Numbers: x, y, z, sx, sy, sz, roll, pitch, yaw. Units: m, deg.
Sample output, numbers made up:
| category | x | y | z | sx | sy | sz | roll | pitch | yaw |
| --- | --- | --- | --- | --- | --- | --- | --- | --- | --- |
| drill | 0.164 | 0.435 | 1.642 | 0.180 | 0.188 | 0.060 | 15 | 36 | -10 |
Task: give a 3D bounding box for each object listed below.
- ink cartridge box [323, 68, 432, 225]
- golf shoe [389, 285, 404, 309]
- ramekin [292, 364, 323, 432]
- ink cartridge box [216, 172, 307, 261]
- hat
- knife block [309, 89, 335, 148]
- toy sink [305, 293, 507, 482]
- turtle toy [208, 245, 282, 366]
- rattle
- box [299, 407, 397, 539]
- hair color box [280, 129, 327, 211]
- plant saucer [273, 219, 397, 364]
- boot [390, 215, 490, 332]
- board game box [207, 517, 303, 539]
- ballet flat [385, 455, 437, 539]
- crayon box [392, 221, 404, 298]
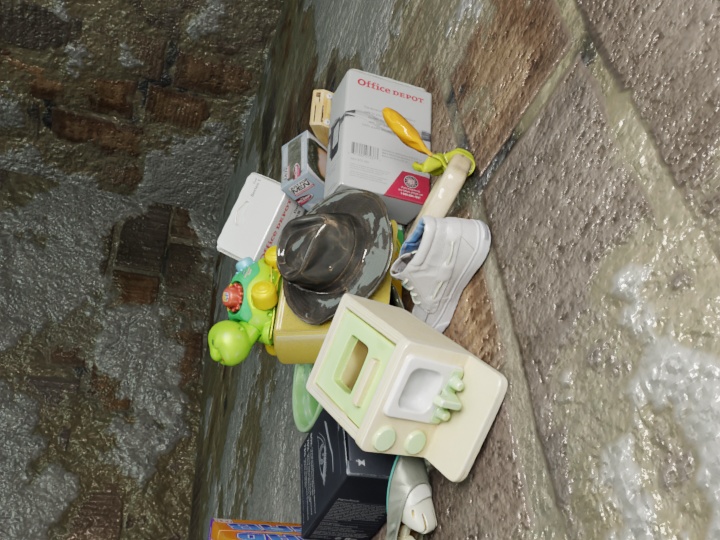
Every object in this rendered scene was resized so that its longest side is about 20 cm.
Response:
| category | x | y | z | sx | sy | sz | roll | pitch | yaw |
| --- | --- | --- | --- | --- | --- | --- | --- | --- | --- |
| ink cartridge box | 0.028 | -0.188 | 1.040 | 0.083 | 0.144 | 0.202 | 138 | 139 | -61 |
| golf shoe | 0.036 | 0.109 | 0.908 | 0.098 | 0.078 | 0.201 | 95 | 169 | -47 |
| ramekin | -0.038 | 0.167 | 1.108 | 0.200 | 0.097 | 0.202 | -169 | 90 | -72 |
| ink cartridge box | -0.142 | -0.066 | 1.191 | 0.147 | 0.084 | 0.200 | -65 | -25 | -1 |
| hat | -0.056 | -0.033 | 0.891 | 0.200 | 0.081 | 0.202 | -19 | 60 | 36 |
| knife block | -0.036 | -0.227 | 1.191 | 0.175 | 0.199 | 0.065 | -18 | 63 | 54 |
| toy sink | 0.042 | 0.128 | 0.765 | 0.200 | 0.111 | 0.131 | 34 | 104 | 51 |
| turtle toy | -0.164 | 0.061 | 1.034 | 0.201 | 0.100 | 0.146 | -75 | -15 | -44 |
| rattle | 0.054 | -0.085 | 0.894 | 0.131 | 0.142 | 0.201 | -86 | 21 | -48 |
| box | -0.009 | 0.271 | 0.953 | 0.149 | 0.104 | 0.201 | -96 | 25 | -43 |
| hair color box | -0.047 | -0.133 | 1.147 | 0.060 | 0.200 | 0.100 | -27 | 47 | 27 |
| plant saucer | -0.048 | 0.027 | 0.950 | 0.199 | 0.048 | 0.202 | -7 | 69 | 40 |
| boot | 0.079 | 0.010 | 0.852 | 0.074 | 0.095 | 0.201 | -101 | 26 | -48 |
| board game box | -0.135 | 0.509 | 1.041 | 0.200 | 0.198 | 0.202 | 157 | 122 | -68 |
| ballet flat | 0.062 | 0.314 | 0.811 | 0.063 | 0.067 | 0.202 | 14 | 94 | 44 |
| crayon box | 0.000 | 0.000 | 1.042 | 0.052 | 0.125 | 0.202 | 125 | 150 | -65 |
